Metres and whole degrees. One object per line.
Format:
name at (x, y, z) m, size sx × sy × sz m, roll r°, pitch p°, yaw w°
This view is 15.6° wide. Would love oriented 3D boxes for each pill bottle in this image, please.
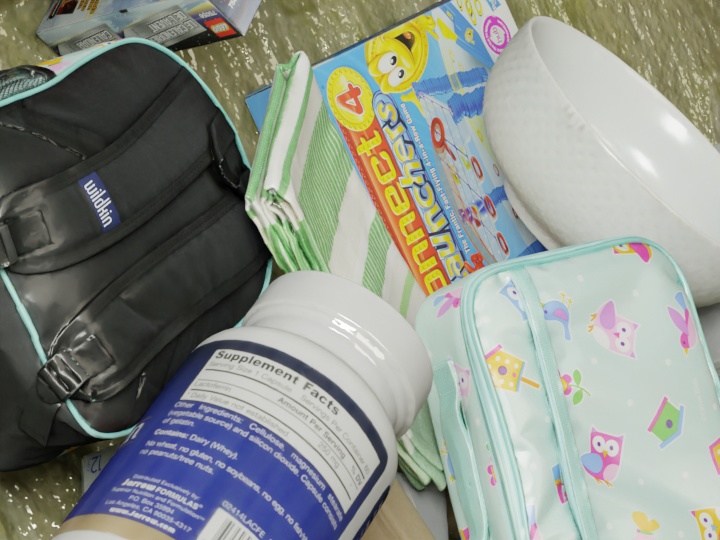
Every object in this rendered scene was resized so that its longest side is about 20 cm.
pill bottle at (-0.052, 0.099, 1.196) m, size 0.116 × 0.115 × 0.200 m, roll 51°, pitch 50°, yaw -19°

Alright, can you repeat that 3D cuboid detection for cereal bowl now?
cereal bowl at (0.144, -0.050, 1.529) m, size 0.200 × 0.083 × 0.200 m, roll 38°, pitch 19°, yaw -16°

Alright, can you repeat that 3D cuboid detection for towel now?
towel at (0.000, 0.000, 1.369) m, size 0.201 × 0.023 × 0.153 m, roll 60°, pitch 20°, yaw -27°

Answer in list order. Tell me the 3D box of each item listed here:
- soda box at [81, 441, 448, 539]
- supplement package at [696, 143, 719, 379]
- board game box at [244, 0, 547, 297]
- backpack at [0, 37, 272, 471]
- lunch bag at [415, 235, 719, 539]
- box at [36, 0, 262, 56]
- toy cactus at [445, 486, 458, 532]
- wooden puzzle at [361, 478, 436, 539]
soda box at (-0.045, 0.130, 1.335) m, size 0.199 × 0.068 × 0.064 m, roll 16°, pitch 64°, yaw -43°
supplement package at (0.225, 0.029, 1.638) m, size 0.111 × 0.155 × 0.201 m, roll 43°, pitch 48°, yaw -27°
board game box at (0.048, -0.050, 1.559) m, size 0.196 × 0.056 × 0.201 m, roll -31°, pitch 98°, yaw -48°
backpack at (-0.143, -0.014, 1.275) m, size 0.200 × 0.153 × 0.176 m, roll -39°, pitch 106°, yaw -44°
lunch bag at (0.115, 0.089, 1.366) m, size 0.160 × 0.077 × 0.201 m, roll -10°, pitch 81°, yaw -35°
box at (-0.080, -0.202, 1.403) m, size 0.040 × 0.136 × 0.201 m, roll 42°, pitch 58°, yaw -32°
toy cactus at (0.078, 0.101, 1.476) m, size 0.165 × 0.201 × 0.102 m, roll -22°, pitch 49°, yaw -36°
wooden puzzle at (-0.012, 0.205, 1.283) m, size 0.200 × 0.037 × 0.186 m, roll -47°, pitch 113°, yaw -37°
